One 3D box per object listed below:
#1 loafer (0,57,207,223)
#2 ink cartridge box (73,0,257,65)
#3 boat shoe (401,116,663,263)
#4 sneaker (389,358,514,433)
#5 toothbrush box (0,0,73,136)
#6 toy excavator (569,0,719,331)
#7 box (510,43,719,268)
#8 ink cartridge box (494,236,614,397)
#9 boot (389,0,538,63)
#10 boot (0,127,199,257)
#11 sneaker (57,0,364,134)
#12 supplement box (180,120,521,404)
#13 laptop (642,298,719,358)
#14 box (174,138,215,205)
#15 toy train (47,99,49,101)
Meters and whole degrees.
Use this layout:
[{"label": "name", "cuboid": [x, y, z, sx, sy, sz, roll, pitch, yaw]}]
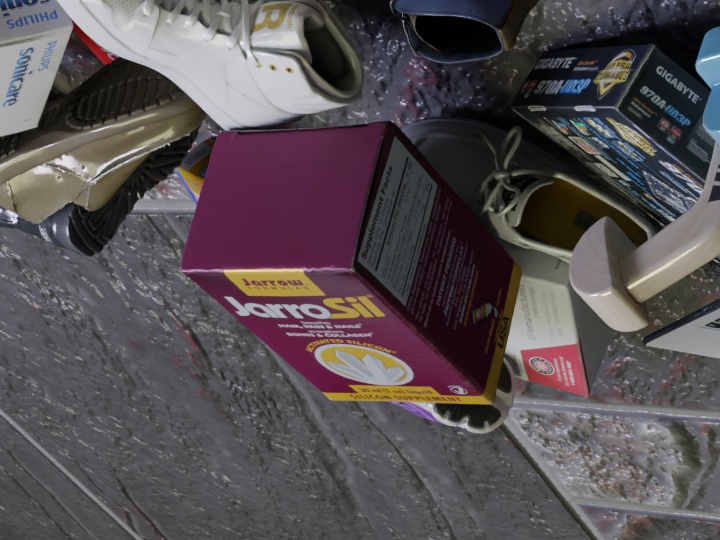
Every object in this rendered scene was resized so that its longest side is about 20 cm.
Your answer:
[{"label": "loafer", "cuboid": [-0.171, -0.086, 1.326, 0.199, 0.076, 0.068, -16, 131, 33]}, {"label": "ink cartridge box", "cuboid": [-0.142, -0.193, 1.296, 0.199, 0.068, 0.116, 0, 144, 40]}, {"label": "boat shoe", "cuboid": [0.103, -0.048, 1.292, 0.201, 0.075, 0.086, 29, 179, 16]}, {"label": "sneaker", "cuboid": [0.011, 0.064, 1.426, 0.199, 0.081, 0.083, 32, 159, -11]}, {"label": "toothbrush box", "cuboid": [-0.260, -0.197, 1.255, 0.202, 0.085, 0.146, 68, 156, 12]}, {"label": "toy excavator", "cuboid": [0.212, -0.070, 1.054, 0.193, 0.201, 0.100, -11, 135, 44]}, {"label": "box", "cuboid": [0.202, -0.059, 1.203, 0.199, 0.046, 0.159, 36, 174, -16]}, {"label": "ink cartridge box", "cuboid": [0.077, -0.002, 1.428, 0.198, 0.084, 0.146, 14, 150, 22]}, {"label": "boot", "cuboid": [0.025, -0.174, 1.155, 0.199, 0.097, 0.075, 4, 146, 36]}, {"label": "boot", "cuboid": [-0.235, -0.097, 1.468, 0.199, 0.165, 0.066, 15, 142, 36]}, {"label": "sneaker", "cuboid": [-0.083, -0.153, 1.179, 0.115, 0.074, 0.199, -10, 147, 42]}, {"label": "supplement box", "cuboid": [0.000, 0.000, 1.264, 0.130, 0.104, 0.200, 0, 153, 32]}, {"label": "laptop", "cuboid": [0.310, 0.084, 1.277, 0.186, 0.117, 0.200, 11, 159, -22]}, {"label": "box", "cuboid": [-0.062, 0.001, 1.491, 0.201, 0.041, 0.119, 62, 168, -19]}, {"label": "toy train", "cuboid": [-0.309, -0.112, 1.579, 0.199, 0.086, 0.114, 24, 143, 3]}]
